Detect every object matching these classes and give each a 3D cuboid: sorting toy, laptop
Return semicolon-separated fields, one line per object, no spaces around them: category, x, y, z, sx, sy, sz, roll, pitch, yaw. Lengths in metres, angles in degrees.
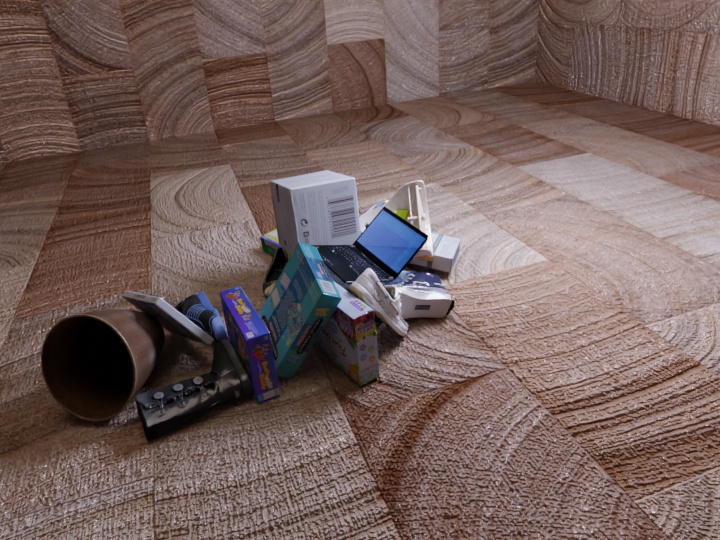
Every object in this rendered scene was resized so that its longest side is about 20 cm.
sorting toy;0.080;-0.091;1.394;0.173;0.108;0.206;-8;57;10
laptop;0.013;-0.059;1.245;0.195;0.107;0.177;-2;26;-36

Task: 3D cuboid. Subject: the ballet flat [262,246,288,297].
ballet flat;-0.212;0.007;1.447;0.064;0.059;0.202;-6;27;-1

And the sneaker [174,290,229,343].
sneaker;-0.346;0.113;1.265;0.076;0.072;0.199;-27;31;-20

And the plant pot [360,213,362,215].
plant pot;0.010;-0.124;1.700;0.192;0.028;0.202;-5;27;2

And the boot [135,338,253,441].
boot;-0.315;0.212;1.074;0.195;0.068;0.164;-23;30;-22

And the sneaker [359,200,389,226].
sneaker;0.014;-0.113;1.592;0.198;0.075;0.082;-39;18;-8

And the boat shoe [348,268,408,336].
boat shoe;0.053;0.064;1.153;0.070;0.200;0.070;33;81;41

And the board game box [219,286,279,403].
board game box;-0.214;0.136;1.114;0.043;0.139;0.200;-15;29;-21

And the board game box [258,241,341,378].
board game box;-0.124;0.076;1.116;0.046;0.203;0.152;14;30;-36

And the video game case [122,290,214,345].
video game case;-0.392;0.095;1.179;0.197;0.143;0.018;4;54;50

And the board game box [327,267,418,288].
board game box;0.000;0.000;1.352;0.193;0.045;0.199;3;11;-29

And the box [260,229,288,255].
box;-0.172;-0.100;1.649;0.197;0.050;0.116;-29;36;-34

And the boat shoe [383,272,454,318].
boat shoe;0.102;0.049;1.260;0.193;0.076;0.094;8;35;-22

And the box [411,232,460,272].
box;0.150;-0.060;1.490;0.193;0.043;0.156;12;24;14

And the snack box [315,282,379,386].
snack box;-0.040;0.108;1.128;0.052;0.147;0.199;-20;30;-26

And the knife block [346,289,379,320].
knife block;-0.039;0.066;1.300;0.169;0.066;0.201;-10;27;-12

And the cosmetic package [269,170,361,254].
cosmetic package;-0.110;-0.137;1.395;0.160;0.171;0.199;-13;17;-20

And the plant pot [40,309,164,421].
plant pot;-0.459;0.152;1.107;0.180;0.194;0.200;0;10;9

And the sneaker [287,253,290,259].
sneaker;-0.100;-0.049;1.504;0.193;0.081;0.090;-7;23;-20
